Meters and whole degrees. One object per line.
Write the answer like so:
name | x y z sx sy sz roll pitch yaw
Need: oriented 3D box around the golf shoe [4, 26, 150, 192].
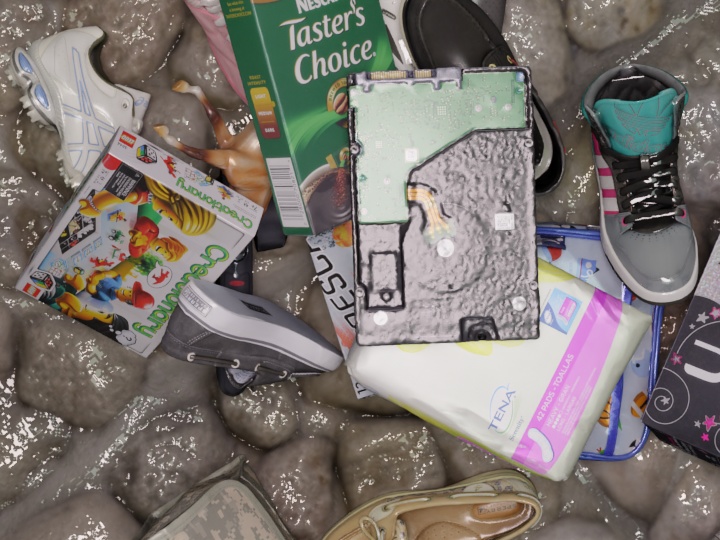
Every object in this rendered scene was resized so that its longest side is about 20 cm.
golf shoe | -0.208 -0.107 1.167 0.097 0.078 0.201 -28 94 -5

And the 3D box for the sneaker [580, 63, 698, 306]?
sneaker | 0.221 -0.083 1.100 0.083 0.121 0.201 -11 56 4

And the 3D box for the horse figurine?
horse figurine | -0.076 -0.123 1.105 0.200 0.050 0.133 -52 124 -13

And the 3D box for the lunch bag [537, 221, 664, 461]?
lunch bag | 0.177 0.054 1.177 0.159 0.076 0.202 6 94 -3

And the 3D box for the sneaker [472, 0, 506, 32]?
sneaker | 0.098 -0.267 1.143 0.076 0.082 0.202 -4 94 -33

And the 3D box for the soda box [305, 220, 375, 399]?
soda box | 0.000 0.000 1.172 0.063 0.068 0.202 -18 93 9

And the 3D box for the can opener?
can opener | -0.102 0.004 1.176 0.078 0.063 0.202 6 93 -1

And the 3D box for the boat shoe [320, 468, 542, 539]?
boat shoe | 0.055 0.219 1.189 0.198 0.063 0.074 -22 94 1

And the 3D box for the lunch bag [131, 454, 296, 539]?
lunch bag | -0.100 0.252 1.121 0.117 0.200 0.165 -32 92 2

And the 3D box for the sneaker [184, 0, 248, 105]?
sneaker | -0.093 -0.200 1.146 0.075 0.105 0.201 -32 94 0

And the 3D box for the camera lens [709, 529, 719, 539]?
camera lens | 0.314 0.301 1.146 0.200 0.160 0.160 -42 93 2

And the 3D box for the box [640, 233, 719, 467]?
box | 0.315 0.058 1.123 0.114 0.132 0.202 21 85 22

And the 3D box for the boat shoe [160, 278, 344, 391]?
boat shoe | -0.087 0.063 1.127 0.070 0.200 0.067 39 98 29

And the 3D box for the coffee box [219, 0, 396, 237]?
coffee box | -0.028 -0.139 1.073 0.122 0.044 0.202 -24 107 -35

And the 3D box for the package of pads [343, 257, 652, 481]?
package of pads | 0.103 0.058 1.104 0.199 0.068 0.155 28 93 1

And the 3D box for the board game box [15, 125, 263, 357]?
board game box | -0.178 -0.017 1.114 0.126 0.035 0.200 29 136 -16

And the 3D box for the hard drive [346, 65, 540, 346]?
hard drive | 0.060 -0.047 1.048 0.138 0.038 0.202 -3 92 -1

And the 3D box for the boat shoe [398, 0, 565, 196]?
boat shoe | 0.102 -0.145 1.132 0.073 0.063 0.202 -37 117 -2

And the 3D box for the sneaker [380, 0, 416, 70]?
sneaker | 0.029 -0.179 1.162 0.088 0.074 0.201 -38 93 3
